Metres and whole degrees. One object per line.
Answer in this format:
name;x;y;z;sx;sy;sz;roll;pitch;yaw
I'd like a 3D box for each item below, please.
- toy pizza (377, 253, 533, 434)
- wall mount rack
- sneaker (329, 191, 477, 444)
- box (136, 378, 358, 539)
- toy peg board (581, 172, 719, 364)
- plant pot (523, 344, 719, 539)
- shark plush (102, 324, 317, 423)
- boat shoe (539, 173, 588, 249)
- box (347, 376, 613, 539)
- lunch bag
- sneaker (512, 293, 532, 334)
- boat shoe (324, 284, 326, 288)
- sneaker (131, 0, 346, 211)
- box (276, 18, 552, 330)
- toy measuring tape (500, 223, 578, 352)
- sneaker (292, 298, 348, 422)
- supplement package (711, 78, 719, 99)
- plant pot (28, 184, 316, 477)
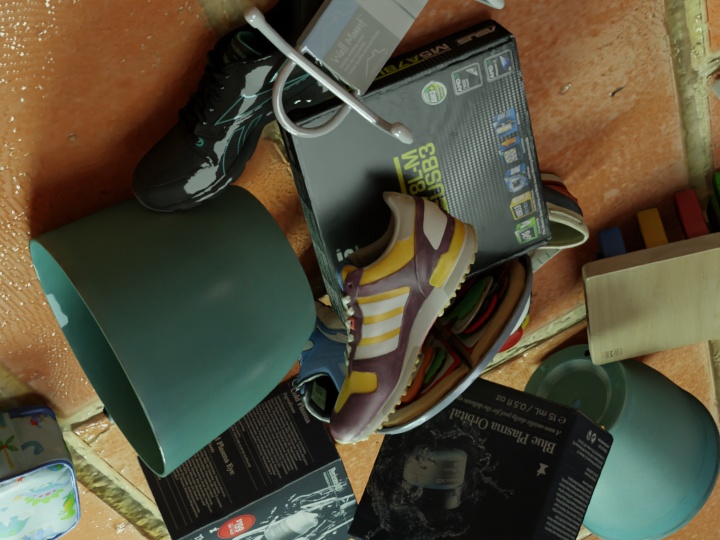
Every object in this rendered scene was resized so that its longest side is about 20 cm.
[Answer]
toy pizza;0.068;0.054;1.338;0.032;0.201;0.200;41;113;-15
wall mount rack;0.003;-0.181;1.045;0.173;0.074;0.201;34;91;-38
sneaker;0.009;0.035;1.223;0.090;0.075;0.201;26;94;-16
box;-0.105;0.227;1.588;0.181;0.105;0.200;-27;150;-6
toy peg board;0.323;-0.007;1.630;0.197;0.099;0.200;-13;149;4
plant pot;0.278;0.181;1.771;0.199;0.201;0.188;-36;135;13
shark plush;-0.137;0.065;1.337;0.199;0.084;0.091;-26;150;-5
boat shoe;0.117;-0.045;1.406;0.199;0.063;0.071;-5;144;-33
box;0.123;0.218;1.596;0.117;0.195;0.201;36;73;-57
lunch bag;-0.348;0.204;1.371;0.199;0.083;0.161;-19;148;-17
sneaker;0.078;0.047;1.466;0.089;0.070;0.200;-9;161;-37
boat shoe;0.000;0.000;1.365;0.067;0.072;0.200;-26;150;-3
sneaker;-0.093;-0.125;1.114;0.200;0.076;0.079;-41;139;4
box;0.046;-0.074;1.247;0.192;0.048;0.201;-24;125;-13
toy measuring tape;0.155;0.021;1.532;0.200;0.074;0.073;-44;147;24
sneaker;-0.034;0.078;1.358;0.078;0.200;0.090;34;82;-23
supplement package;0.452;-0.185;1.426;0.155;0.111;0.200;7;134;-46
plant pot;-0.131;0.027;1.186;0.160;0.201;0.201;-31;152;-17
